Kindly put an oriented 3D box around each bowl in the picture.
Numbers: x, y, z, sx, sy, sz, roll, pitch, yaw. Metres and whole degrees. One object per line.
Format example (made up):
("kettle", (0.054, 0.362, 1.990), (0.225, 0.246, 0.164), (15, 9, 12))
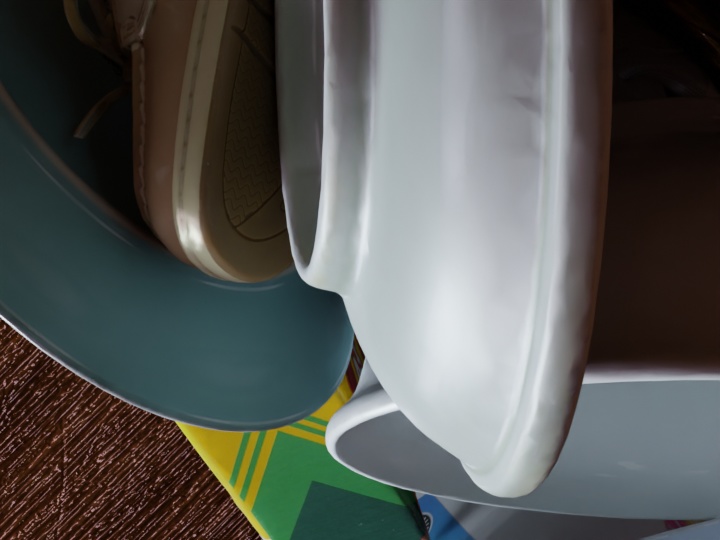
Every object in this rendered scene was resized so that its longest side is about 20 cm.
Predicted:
("bowl", (0.091, 0.009, 0.722), (0.201, 0.201, 0.091), (48, -139, -70))

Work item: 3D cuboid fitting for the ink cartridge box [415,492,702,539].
("ink cartridge box", (0.107, 0.080, 0.935), (0.146, 0.200, 0.147), (44, 180, -17))

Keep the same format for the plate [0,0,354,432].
("plate", (-0.066, -0.048, 0.687), (0.200, 0.026, 0.200), (37, -150, -26))

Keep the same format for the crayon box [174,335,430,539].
("crayon box", (-0.039, 0.003, 0.810), (0.200, 0.051, 0.127), (60, -170, -58))

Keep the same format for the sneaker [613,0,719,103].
("sneaker", (0.063, -0.054, 0.876), (0.115, 0.075, 0.200), (48, 176, 14))

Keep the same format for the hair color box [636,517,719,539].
("hair color box", (0.081, 0.120, 0.771), (0.099, 0.200, 0.061), (34, -137, -62))

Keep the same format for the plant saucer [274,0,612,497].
("plant saucer", (0.010, -0.050, 0.572), (0.200, 0.050, 0.201), (179, 90, -82))

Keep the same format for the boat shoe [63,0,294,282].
("boat shoe", (-0.036, -0.088, 0.666), (0.063, 0.200, 0.073), (-5, 152, 23))
